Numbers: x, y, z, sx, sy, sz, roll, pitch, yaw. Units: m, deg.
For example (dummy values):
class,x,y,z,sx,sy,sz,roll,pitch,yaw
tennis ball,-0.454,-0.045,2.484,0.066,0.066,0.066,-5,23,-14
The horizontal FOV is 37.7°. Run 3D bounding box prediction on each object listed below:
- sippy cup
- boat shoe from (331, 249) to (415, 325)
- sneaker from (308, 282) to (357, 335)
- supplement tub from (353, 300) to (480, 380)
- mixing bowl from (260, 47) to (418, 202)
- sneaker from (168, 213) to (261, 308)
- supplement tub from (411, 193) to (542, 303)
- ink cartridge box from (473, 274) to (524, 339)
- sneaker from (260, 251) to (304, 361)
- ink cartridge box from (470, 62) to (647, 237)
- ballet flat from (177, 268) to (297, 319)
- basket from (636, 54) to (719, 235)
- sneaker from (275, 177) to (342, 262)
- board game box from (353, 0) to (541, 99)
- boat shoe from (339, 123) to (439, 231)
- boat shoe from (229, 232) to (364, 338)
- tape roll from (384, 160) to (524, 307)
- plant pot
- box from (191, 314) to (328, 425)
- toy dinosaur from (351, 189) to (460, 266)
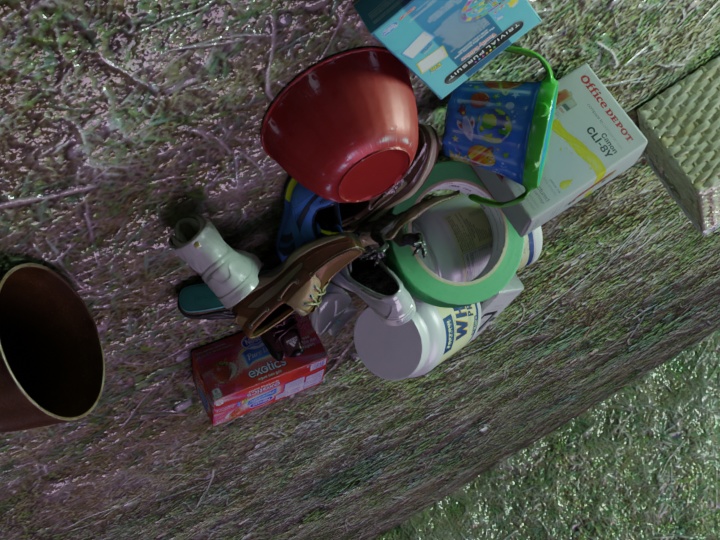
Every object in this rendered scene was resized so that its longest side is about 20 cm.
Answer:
class,x,y,z,sx,sy,sz,roll,pitch,yaw
sippy cup,0.174,-0.181,1.332,0.129,0.179,0.140,11,159,11
boat shoe,0.000,0.000,1.458,0.072,0.200,0.069,-31,137,-10
sneaker,-0.058,0.048,1.557,0.070,0.080,0.200,-46,172,-4
supplement tub,0.091,0.085,1.688,0.145,0.145,0.200,-46,169,33
mixing bowl,-0.008,-0.152,1.243,0.199,0.109,0.201,-23,155,-12
sneaker,-0.186,-0.026,1.335,0.074,0.116,0.200,-40,-168,-4
supplement tub,0.156,-0.044,1.583,0.199,0.146,0.145,-22,155,-15
ink cartridge box,0.177,0.046,1.817,0.067,0.117,0.200,-8,149,-40
sneaker,-0.106,0.061,1.534,0.075,0.116,0.201,-19,154,-22
ink cartridge box,0.264,-0.165,1.435,0.199,0.146,0.083,-33,168,-9
ballet flat,-0.152,0.036,1.454,0.198,0.069,0.068,-2,163,6
basket,0.569,-0.205,1.667,0.199,0.199,0.161,-31,154,6
sneaker,-0.063,-0.044,1.392,0.066,0.079,0.201,-23,148,-27
board game box,0.101,-0.286,1.174,0.151,0.047,0.200,-36,155,15
boat shoe,0.023,-0.116,1.385,0.074,0.075,0.202,-2,145,-42
boat shoe,-0.078,0.023,1.365,0.199,0.074,0.076,-31,160,17
tape roll,0.129,-0.050,1.475,0.199,0.202,0.048,-21,179,-18
plant pot,-0.436,0.114,1.234,0.199,0.189,0.187,-21,159,19
box,-0.161,0.154,1.677,0.199,0.096,0.100,-20,154,-19
toy dinosaur,0.044,-0.048,1.387,0.199,0.088,0.048,-24,127,10
